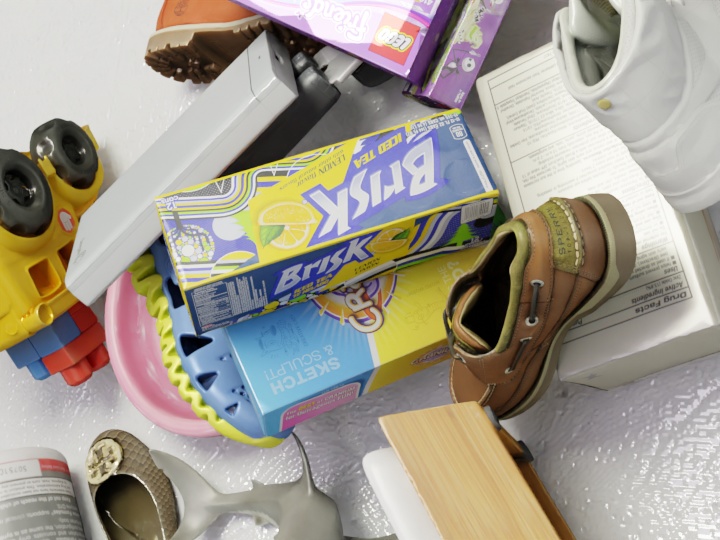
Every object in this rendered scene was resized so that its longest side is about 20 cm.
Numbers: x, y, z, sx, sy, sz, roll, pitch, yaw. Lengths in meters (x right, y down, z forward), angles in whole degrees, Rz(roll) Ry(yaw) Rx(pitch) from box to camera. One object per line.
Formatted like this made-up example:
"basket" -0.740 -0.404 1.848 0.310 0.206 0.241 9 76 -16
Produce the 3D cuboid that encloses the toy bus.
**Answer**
"toy bus" -0.262 -0.005 0.947 0.135 0.200 0.192 -27 103 27

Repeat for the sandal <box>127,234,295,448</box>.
"sandal" -0.096 0.030 0.808 0.087 0.079 0.200 -39 64 16

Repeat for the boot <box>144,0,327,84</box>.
"boot" -0.073 -0.210 0.904 0.199 0.075 0.108 2 69 28

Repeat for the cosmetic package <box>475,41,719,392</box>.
"cosmetic package" 0.153 -0.038 0.711 0.103 0.087 0.201 -21 69 27

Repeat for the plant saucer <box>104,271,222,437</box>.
"plant saucer" -0.106 0.026 0.889 0.200 0.051 0.202 -6 78 31

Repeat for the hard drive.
"hard drive" -0.125 -0.076 0.813 0.200 0.027 0.132 -44 22 13

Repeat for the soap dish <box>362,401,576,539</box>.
"soap dish" 0.091 0.176 0.677 0.081 0.157 0.200 -32 64 5

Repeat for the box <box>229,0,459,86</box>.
"box" -0.022 -0.224 0.764 0.199 0.039 0.137 27 97 16

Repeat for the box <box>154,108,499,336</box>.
"box" -0.020 -0.031 0.723 0.199 0.064 0.070 -17 64 -10

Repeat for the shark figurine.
"shark figurine" -0.058 0.154 0.812 0.214 0.128 0.090 8 109 60

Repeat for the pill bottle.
"pill bottle" -0.263 0.250 0.909 0.114 0.114 0.201 -31 65 24

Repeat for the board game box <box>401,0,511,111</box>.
"board game box" 0.087 -0.203 0.776 0.032 0.120 0.201 24 96 -5

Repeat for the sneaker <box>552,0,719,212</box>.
"sneaker" 0.167 -0.141 0.642 0.074 0.115 0.201 -27 34 42

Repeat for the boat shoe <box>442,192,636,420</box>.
"boat shoe" 0.077 0.024 0.654 0.200 0.068 0.072 112 144 -50

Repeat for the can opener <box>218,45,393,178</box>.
"can opener" -0.029 -0.123 0.832 0.200 0.066 0.053 -42 34 9

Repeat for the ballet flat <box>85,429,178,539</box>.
"ballet flat" -0.169 0.209 0.896 0.067 0.046 0.200 -37 63 21

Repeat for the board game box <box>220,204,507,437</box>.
"board game box" 0.000 0.000 0.766 0.199 0.040 0.153 -22 65 -12
